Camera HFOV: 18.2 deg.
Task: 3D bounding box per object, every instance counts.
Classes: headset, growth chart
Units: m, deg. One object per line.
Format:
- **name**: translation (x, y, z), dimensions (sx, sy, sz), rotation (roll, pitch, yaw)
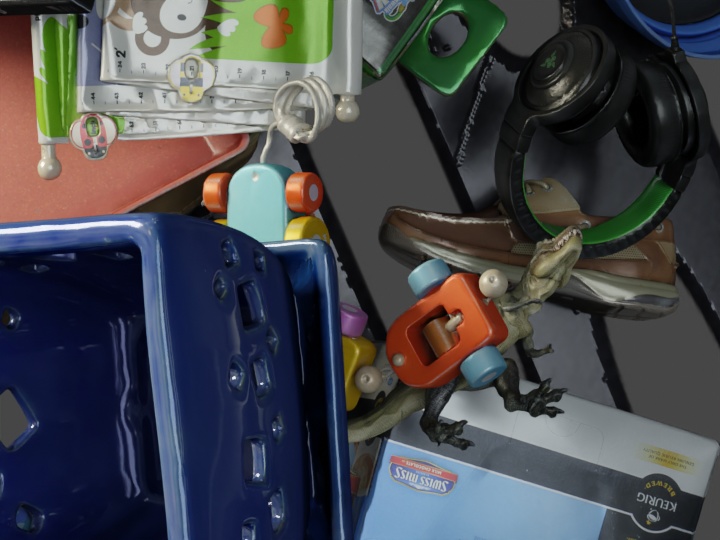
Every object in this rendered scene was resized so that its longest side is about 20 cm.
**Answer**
- **headset**: translation (0.146, -0.108, 1.309), dimensions (0.123, 0.094, 0.201), rotation (12, 111, -29)
- **growth chart**: translation (-0.091, -0.136, 1.243), dimensions (0.198, 0.018, 0.146), rotation (-9, 97, -2)

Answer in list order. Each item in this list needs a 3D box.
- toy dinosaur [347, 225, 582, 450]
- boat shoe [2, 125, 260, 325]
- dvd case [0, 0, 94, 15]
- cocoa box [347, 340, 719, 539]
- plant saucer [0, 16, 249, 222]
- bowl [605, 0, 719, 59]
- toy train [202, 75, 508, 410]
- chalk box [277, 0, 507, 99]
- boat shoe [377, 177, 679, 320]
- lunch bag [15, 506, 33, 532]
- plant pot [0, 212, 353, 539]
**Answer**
- **toy dinosaur**: translation (0.057, 0.058, 1.226), dimensions (0.199, 0.088, 0.048), rotation (-35, 130, -4)
- **boat shoe**: translation (-0.145, -0.035, 1.327), dimensions (0.199, 0.071, 0.065), rotation (-29, 130, -12)
- **dvd case**: translation (-0.206, -0.213, 1.248), dimensions (0.025, 0.199, 0.151), rotation (31, 69, -48)
- **cocoa box**: translation (0.087, 0.133, 1.333), dimensions (0.199, 0.133, 0.132), rotation (18, 85, -11)
- **plant saucer**: translation (-0.193, -0.093, 1.291), dimensions (0.199, 0.037, 0.200), rotation (-28, 66, -12)
- **bowl**: translation (0.215, -0.233, 1.375), dimensions (0.199, 0.039, 0.202), rotation (-12, 111, -33)
- **toy train**: translation (0.000, 0.000, 1.220), dimensions (0.150, 0.055, 0.201), rotation (-43, 67, 23)
- **chalk box**: translation (-0.009, -0.186, 1.325), dimensions (0.200, 0.124, 0.125), rotation (39, 81, -10)
- **boat shoe**: translation (0.105, -0.020, 1.376), dimensions (0.199, 0.076, 0.072), rotation (11, 83, -21)
- **lunch bag**: translation (-0.267, 0.123, 1.250), dimensions (0.082, 0.160, 0.201), rotation (-28, 94, -49)
- **plant pot**: translation (-0.115, 0.074, 1.155), dimensions (0.179, 0.199, 0.202), rotation (-2, 87, -55)
